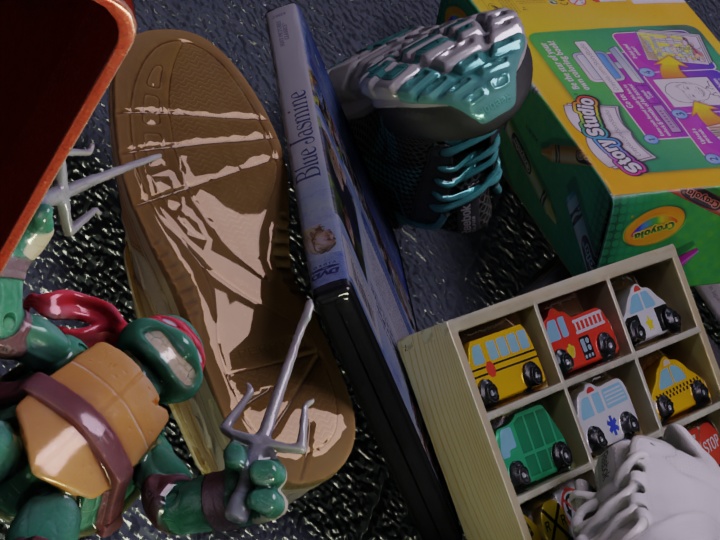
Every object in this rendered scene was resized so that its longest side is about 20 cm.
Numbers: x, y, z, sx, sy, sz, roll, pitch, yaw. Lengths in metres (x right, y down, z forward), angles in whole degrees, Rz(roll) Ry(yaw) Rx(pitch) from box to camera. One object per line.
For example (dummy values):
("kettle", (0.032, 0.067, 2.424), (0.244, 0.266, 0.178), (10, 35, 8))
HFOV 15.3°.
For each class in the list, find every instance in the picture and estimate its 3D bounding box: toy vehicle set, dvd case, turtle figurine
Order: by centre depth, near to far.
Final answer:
("turtle figurine", (-0.095, 0.054, 0.922), (0.149, 0.101, 0.200), (36, 47, 8))
("dvd case", (0.000, 0.000, 1.092), (0.200, 0.017, 0.143), (-101, 171, -52))
("toy vehicle set", (0.097, 0.066, 1.112), (0.200, 0.026, 0.125), (-17, 86, -56))

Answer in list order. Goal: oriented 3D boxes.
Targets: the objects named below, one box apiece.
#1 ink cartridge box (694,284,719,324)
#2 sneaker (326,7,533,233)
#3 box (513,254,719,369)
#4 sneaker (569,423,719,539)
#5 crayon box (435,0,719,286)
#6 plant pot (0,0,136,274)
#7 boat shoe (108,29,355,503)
("ink cartridge box", (0.241, 0.053, 1.376), (0.200, 0.045, 0.176), (57, 15, 10))
("sneaker", (0.039, -0.060, 1.169), (0.092, 0.077, 0.200), (63, -10, -8))
("box", (0.118, 0.077, 1.228), (0.159, 0.048, 0.200), (51, 31, 0))
("sneaker", (0.107, 0.111, 1.015), (0.087, 0.074, 0.200), (58, 16, 6))
("crayon box", (0.125, -0.073, 1.289), (0.118, 0.058, 0.200), (-5, 39, -22))
("plant pot", (-0.196, -0.092, 0.811), (0.199, 0.200, 0.177), (18, 39, -21))
("boat shoe", (-0.063, 0.003, 1.049), (0.073, 0.069, 0.201), (-4, 65, -27))
